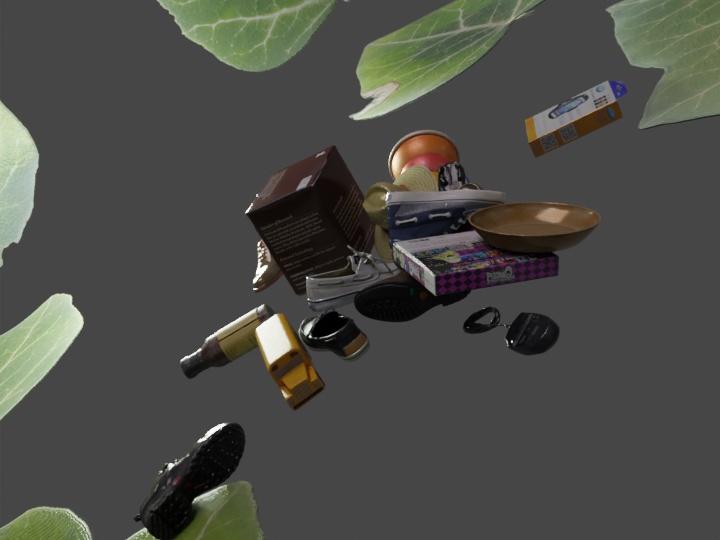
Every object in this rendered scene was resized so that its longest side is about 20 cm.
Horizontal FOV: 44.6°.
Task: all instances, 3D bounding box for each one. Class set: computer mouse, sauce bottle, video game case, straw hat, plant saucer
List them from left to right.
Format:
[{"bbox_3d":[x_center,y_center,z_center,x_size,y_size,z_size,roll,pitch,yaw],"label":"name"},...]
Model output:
[{"bbox_3d":[-0.243,0.135,1.624,0.197,0.065,0.065,-28,23,8],"label":"sauce bottle"},{"bbox_3d":[0.051,-0.118,1.601,0.200,0.084,0.205,-37,43,45],"label":"straw hat"},{"bbox_3d":[0.168,-0.018,1.316,0.195,0.037,0.181,-9,18,-16],"label":"video game case"},{"bbox_3d":[0.204,0.084,1.192,0.059,0.034,0.199,-56,22,-11],"label":"computer mouse"},{"bbox_3d":[0.260,-0.063,1.318,0.195,0.036,0.201,-3,18,1],"label":"plant saucer"}]

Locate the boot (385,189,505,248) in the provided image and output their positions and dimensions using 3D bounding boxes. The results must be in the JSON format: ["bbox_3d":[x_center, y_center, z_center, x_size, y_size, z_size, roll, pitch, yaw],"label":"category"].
[{"bbox_3d":[0.138,-0.081,1.420,0.195,0.093,0.073,-2,1,-1],"label":"boot"}]

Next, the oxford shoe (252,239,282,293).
[{"bbox_3d":[-0.203,-0.024,1.878,0.069,0.076,0.201,-24,24,19],"label":"oxford shoe"}]

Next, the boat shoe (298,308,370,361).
[{"bbox_3d":[-0.052,0.098,1.452,0.074,0.063,0.199,-41,22,-17],"label":"boat shoe"}]

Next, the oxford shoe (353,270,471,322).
[{"bbox_3d":[0.085,0.029,1.407,0.196,0.074,0.085,-13,24,13],"label":"oxford shoe"}]

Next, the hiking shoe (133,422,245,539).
[{"bbox_3d":[-0.257,0.297,1.302,0.200,0.077,0.100,-46,29,-26],"label":"hiking shoe"}]

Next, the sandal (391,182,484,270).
[{"bbox_3d":[0.126,-0.084,1.475,0.199,0.054,0.080,-41,55,-3],"label":"sandal"}]

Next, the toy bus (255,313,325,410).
[{"bbox_3d":[-0.116,0.145,1.418,0.064,0.079,0.200,-33,22,-3],"label":"toy bus"}]

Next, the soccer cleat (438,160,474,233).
[{"bbox_3d":[0.179,-0.102,1.555,0.068,0.087,0.203,-13,51,16],"label":"soccer cleat"}]

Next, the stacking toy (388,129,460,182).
[{"bbox_3d":[0.130,-0.157,1.681,0.144,0.147,0.203,-24,41,19],"label":"stacking toy"}]

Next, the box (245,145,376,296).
[{"bbox_3d":[-0.085,-0.095,1.704,0.162,0.202,0.167,-20,24,28],"label":"box"}]

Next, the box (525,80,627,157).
[{"bbox_3d":[0.410,-0.291,1.655,0.197,0.042,0.120,-22,25,19],"label":"box"}]

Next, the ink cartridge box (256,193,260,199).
[{"bbox_3d":[-0.136,-0.141,1.991,0.195,0.048,0.199,-13,25,0],"label":"ink cartridge box"}]

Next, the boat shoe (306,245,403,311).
[{"bbox_3d":[-0.002,0.000,1.483,0.198,0.088,0.074,-16,14,-17],"label":"boat shoe"}]
